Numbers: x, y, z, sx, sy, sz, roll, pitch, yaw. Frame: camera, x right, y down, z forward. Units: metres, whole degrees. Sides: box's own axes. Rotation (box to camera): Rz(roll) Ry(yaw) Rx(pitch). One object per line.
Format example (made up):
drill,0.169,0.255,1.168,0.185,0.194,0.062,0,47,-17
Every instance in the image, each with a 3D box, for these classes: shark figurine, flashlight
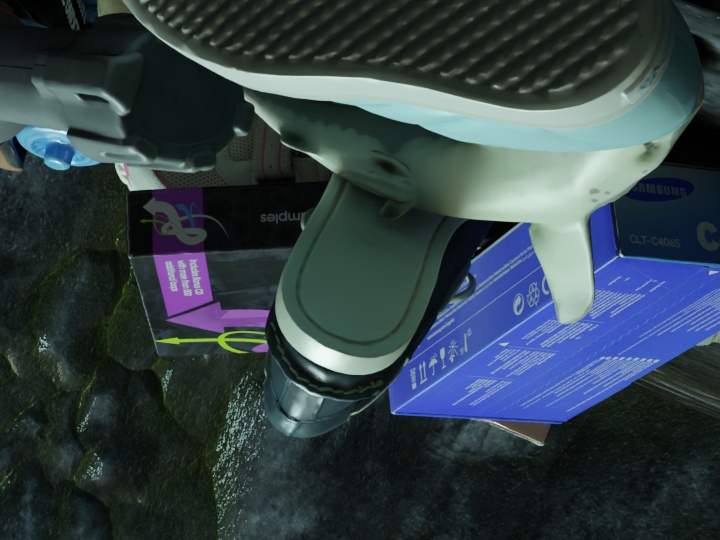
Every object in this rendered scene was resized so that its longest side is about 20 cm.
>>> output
shark figurine,0.031,-0.063,0.719,0.213,0.090,0.129,14,140,25
flashlight,-0.114,-0.068,0.733,0.199,0.068,0.068,12,136,49

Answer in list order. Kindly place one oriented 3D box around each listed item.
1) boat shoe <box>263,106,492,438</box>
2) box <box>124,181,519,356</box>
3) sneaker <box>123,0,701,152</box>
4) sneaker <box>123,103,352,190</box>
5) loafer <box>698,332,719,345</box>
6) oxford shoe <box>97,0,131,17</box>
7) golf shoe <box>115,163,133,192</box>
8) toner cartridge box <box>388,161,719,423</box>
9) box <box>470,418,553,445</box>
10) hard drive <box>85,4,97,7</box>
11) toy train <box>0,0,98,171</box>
boat shoe,0.014,-0.013,0.769,0.074,0.062,0.201,26,-138,-2
box,0.000,0.000,0.894,0.198,0.036,0.143,-4,160,-1
sneaker,0.012,-0.073,0.604,0.199,0.074,0.082,23,175,31
sneaker,-0.009,-0.060,0.903,0.198,0.082,0.088,0,159,-5
loafer,0.167,0.009,0.994,0.199,0.070,0.070,23,178,-5
oxford shoe,-0.081,-0.102,0.844,0.070,0.074,0.200,20,178,6
golf shoe,-0.127,-0.079,1.130,0.198,0.098,0.078,15,-167,-13
toner cartridge box,0.094,0.015,0.838,0.094,0.044,0.200,4,157,-26
box,0.077,0.014,1.097,0.099,0.075,0.200,22,-158,3
hard drive,-0.197,-0.167,1.005,0.139,0.038,0.199,21,176,42
toy train,-0.172,-0.113,0.907,0.113,0.087,0.200,9,161,4
